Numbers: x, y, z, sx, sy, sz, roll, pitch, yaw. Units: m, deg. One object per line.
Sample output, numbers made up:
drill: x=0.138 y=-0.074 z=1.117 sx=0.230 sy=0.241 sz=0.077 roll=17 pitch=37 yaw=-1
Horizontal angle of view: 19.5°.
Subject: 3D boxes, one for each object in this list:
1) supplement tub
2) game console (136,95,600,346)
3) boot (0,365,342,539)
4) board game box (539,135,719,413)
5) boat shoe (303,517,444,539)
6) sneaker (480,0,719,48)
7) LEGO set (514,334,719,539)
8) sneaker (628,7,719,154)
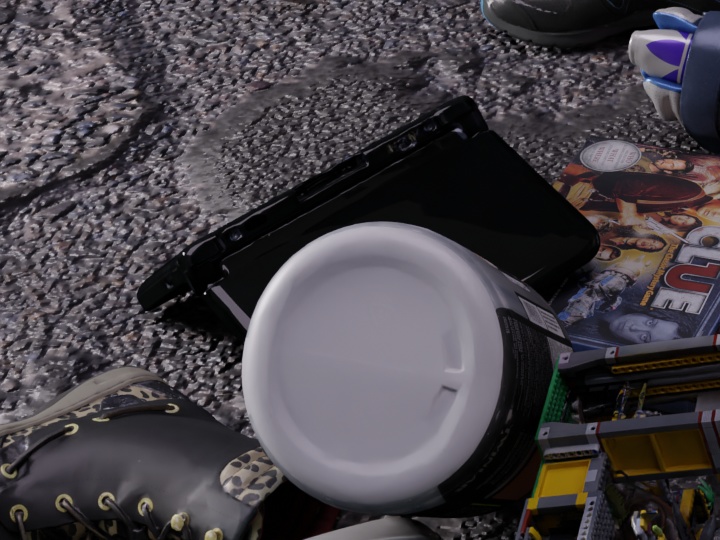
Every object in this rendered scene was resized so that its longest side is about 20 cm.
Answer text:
supplement tub: x=0.031 y=0.051 z=0.950 sx=0.121 sy=0.124 sz=0.200 roll=4 pitch=-6 yaw=16
game console: x=0.000 y=0.000 z=1.160 sx=0.199 sy=0.117 sz=0.176 roll=-29 pitch=0 yaw=-23
boot: x=-0.119 y=0.121 z=0.982 sx=0.153 sy=0.074 sz=0.203 roll=16 pitch=36 yaw=38
board game box: x=0.153 y=-0.003 z=1.159 sx=0.134 sy=0.035 sz=0.200 roll=11 pitch=37 yaw=25
boat shoe: x=-0.041 y=0.169 z=0.915 sx=0.198 sy=0.073 sz=0.069 roll=-9 pitch=29 yaw=-22
sneaker: x=0.178 y=-0.201 z=1.409 sx=0.198 sy=0.083 sz=0.073 roll=-3 pitch=35 yaw=9
LEGO set: x=0.140 y=0.119 z=0.870 sx=0.115 sy=0.155 sz=0.200 roll=-8 pitch=25 yaw=24
sneaker: x=0.225 y=-0.105 z=1.188 sx=0.145 sy=0.081 sz=0.200 roll=12 pitch=3 yaw=-4
